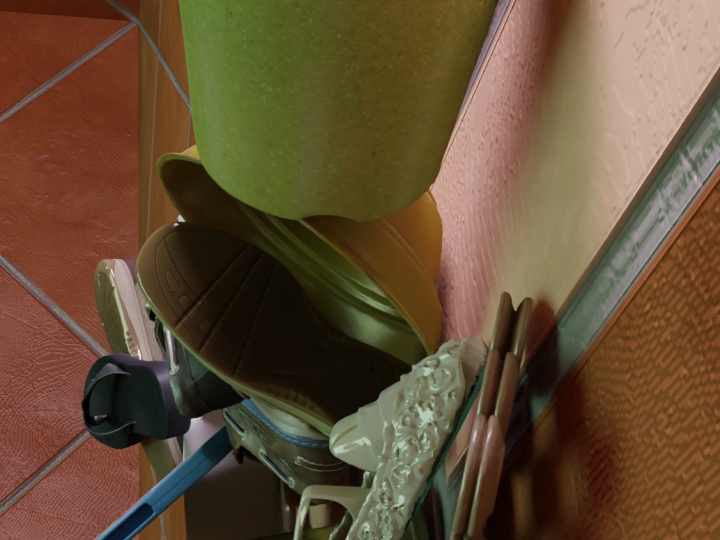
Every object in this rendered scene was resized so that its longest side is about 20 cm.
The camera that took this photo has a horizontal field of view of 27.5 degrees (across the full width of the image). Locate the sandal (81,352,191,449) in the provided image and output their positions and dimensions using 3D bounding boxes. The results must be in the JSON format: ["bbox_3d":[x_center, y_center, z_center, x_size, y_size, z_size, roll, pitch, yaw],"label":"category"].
[{"bbox_3d":[-0.189,0.102,1.153,0.200,0.043,0.077,-21,83,63],"label":"sandal"}]

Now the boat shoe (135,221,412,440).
[{"bbox_3d":[-0.042,0.047,0.838,0.073,0.200,0.063,-60,2,-20],"label":"boat shoe"}]

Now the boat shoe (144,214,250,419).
[{"bbox_3d":[-0.107,0.022,0.942,0.071,0.063,0.200,58,-176,-29],"label":"boat shoe"}]

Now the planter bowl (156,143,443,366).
[{"bbox_3d":[-0.014,-0.028,0.846,0.084,0.200,0.200,-52,4,-16],"label":"planter bowl"}]

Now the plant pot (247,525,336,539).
[{"bbox_3d":[-0.096,0.265,0.991,0.187,0.199,0.188,-178,90,-77],"label":"plant pot"}]

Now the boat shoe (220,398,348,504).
[{"bbox_3d":[-0.063,0.092,0.962,0.200,0.072,0.073,-144,57,-64],"label":"boat shoe"}]

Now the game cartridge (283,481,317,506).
[{"bbox_3d":[-0.047,0.059,1.124,0.177,0.032,0.201,93,174,-63],"label":"game cartridge"}]

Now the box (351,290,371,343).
[{"bbox_3d":[0.000,0.000,0.985,0.110,0.034,0.201,131,140,-70],"label":"box"}]

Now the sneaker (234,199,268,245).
[{"bbox_3d":[-0.064,-0.045,1.014,0.074,0.079,0.200,60,168,-1],"label":"sneaker"}]

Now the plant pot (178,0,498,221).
[{"bbox_3d":[-0.013,-0.132,0.714,0.201,0.199,0.185,-103,16,-49],"label":"plant pot"}]

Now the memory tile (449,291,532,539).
[{"bbox_3d":[0.049,0.123,0.679,0.153,0.017,0.201,-69,-11,-60],"label":"memory tile"}]

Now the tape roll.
[{"bbox_3d":[-0.094,0.168,1.188,0.202,0.070,0.204,-2,-90,-89],"label":"tape roll"}]

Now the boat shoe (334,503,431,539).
[{"bbox_3d":[0.004,0.221,0.862,0.073,0.062,0.201,-141,54,-75],"label":"boat shoe"}]

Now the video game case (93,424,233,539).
[{"bbox_3d":[-0.160,0.176,1.024,0.200,0.018,0.143,-41,-1,10],"label":"video game case"}]

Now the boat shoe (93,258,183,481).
[{"bbox_3d":[-0.163,0.080,1.214,0.072,0.064,0.201,-45,63,60],"label":"boat shoe"}]

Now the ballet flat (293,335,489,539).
[{"bbox_3d":[0.004,0.118,0.770,0.072,0.071,0.201,-116,45,-64],"label":"ballet flat"}]
